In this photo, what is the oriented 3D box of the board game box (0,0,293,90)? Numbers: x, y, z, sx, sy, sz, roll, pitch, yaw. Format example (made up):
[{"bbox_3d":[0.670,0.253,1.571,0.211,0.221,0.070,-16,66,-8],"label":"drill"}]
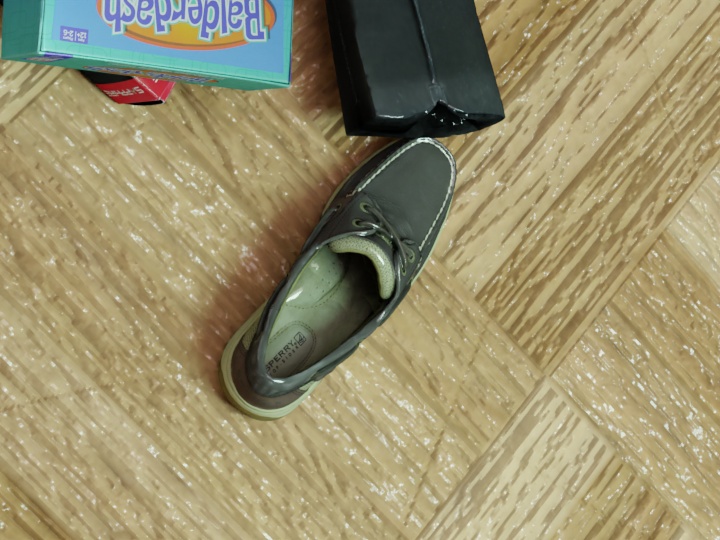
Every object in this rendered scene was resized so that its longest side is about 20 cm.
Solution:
[{"bbox_3d":[-0.103,-0.200,0.793,0.152,0.045,0.201,3,90,-39],"label":"board game box"}]

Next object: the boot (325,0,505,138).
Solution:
[{"bbox_3d":[0.055,-0.179,0.905,0.164,0.066,0.201,-8,73,-13],"label":"boot"}]

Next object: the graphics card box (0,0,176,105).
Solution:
[{"bbox_3d":[-0.156,-0.195,0.811,0.200,0.051,0.126,40,69,-34],"label":"graphics card box"}]

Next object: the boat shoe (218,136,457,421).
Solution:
[{"bbox_3d":[-0.001,0.000,0.872,0.072,0.066,0.201,43,68,-10],"label":"boat shoe"}]
